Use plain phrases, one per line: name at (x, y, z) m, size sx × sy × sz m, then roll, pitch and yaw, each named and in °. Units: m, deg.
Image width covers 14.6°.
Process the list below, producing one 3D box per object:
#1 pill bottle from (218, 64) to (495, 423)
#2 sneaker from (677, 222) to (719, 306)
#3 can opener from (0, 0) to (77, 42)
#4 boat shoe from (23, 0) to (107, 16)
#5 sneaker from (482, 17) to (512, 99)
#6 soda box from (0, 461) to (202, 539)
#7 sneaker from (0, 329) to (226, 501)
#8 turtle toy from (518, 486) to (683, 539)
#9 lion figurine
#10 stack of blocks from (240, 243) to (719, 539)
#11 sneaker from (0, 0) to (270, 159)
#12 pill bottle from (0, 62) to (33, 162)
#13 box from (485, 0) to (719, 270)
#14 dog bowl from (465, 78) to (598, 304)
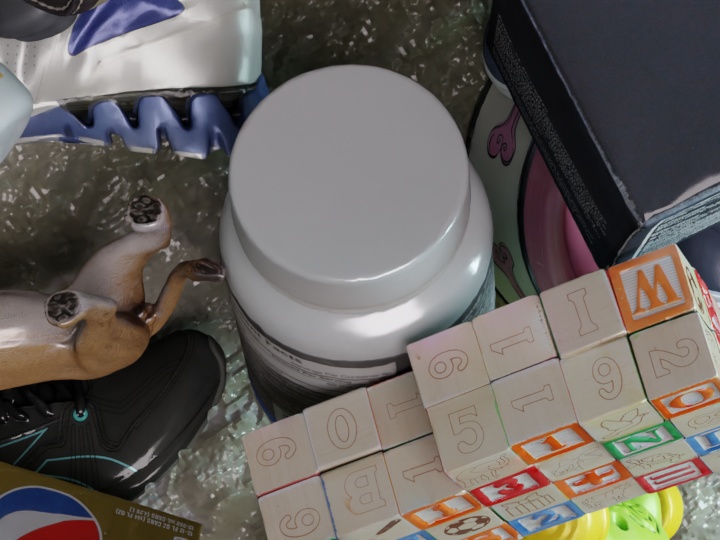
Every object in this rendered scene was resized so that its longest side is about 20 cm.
pill bottle at (0.000, 0.000, 1.186) m, size 0.114 × 0.114 × 0.200 m, roll -22°, pitch 157°, yaw -7°
sneaker at (0.227, -0.022, 1.239) m, size 0.200 × 0.070 × 0.109 m, roll 6°, pitch 111°, yaw -15°
can opener at (-0.145, -0.191, 1.117) m, size 0.066 × 0.053 × 0.200 m, roll -12°, pitch 90°, yaw 10°
boat shoe at (-0.178, -0.154, 1.038) m, size 0.200 × 0.065 × 0.072 m, roll 40°, pitch 141°, yaw 2°
sneaker at (0.101, -0.177, 1.192) m, size 0.202 × 0.077 × 0.146 m, roll -49°, pitch 143°, yaw 2°
soda box at (-0.173, 0.121, 1.188) m, size 0.200 × 0.068 × 0.064 m, roll 17°, pitch 129°, yaw -7°
sneaker at (-0.152, 0.079, 1.249) m, size 0.200 × 0.075 × 0.079 m, roll -33°, pitch 114°, yaw -2°
turtle toy at (0.053, 0.139, 1.284) m, size 0.200 × 0.146 × 0.101 m, roll 0°, pitch 88°, yaw 25°
lion figurine at (-0.151, 0.025, 1.189) m, size 0.200 × 0.073 × 0.123 m, roll 1°, pitch 154°, yaw 4°
stack of blocks at (0.057, 0.066, 1.150) m, size 0.200 × 0.059 × 0.115 m, roll -21°, pitch 156°, yaw 13°
sneaker at (-0.128, -0.110, 1.188) m, size 0.199 × 0.081 × 0.115 m, roll 3°, pitch 96°, yaw -10°
pill bottle at (-0.225, -0.086, 1.009) m, size 0.200 × 0.112 × 0.112 m, roll 42°, pitch 96°, yaw -1°
box at (0.162, -0.101, 1.086) m, size 0.200 × 0.198 × 0.123 m, roll -27°, pitch 86°, yaw -2°
dog bowl at (0.152, -0.039, 1.290) m, size 0.200 × 0.074 × 0.200 m, roll -6°, pitch 112°, yaw -14°
